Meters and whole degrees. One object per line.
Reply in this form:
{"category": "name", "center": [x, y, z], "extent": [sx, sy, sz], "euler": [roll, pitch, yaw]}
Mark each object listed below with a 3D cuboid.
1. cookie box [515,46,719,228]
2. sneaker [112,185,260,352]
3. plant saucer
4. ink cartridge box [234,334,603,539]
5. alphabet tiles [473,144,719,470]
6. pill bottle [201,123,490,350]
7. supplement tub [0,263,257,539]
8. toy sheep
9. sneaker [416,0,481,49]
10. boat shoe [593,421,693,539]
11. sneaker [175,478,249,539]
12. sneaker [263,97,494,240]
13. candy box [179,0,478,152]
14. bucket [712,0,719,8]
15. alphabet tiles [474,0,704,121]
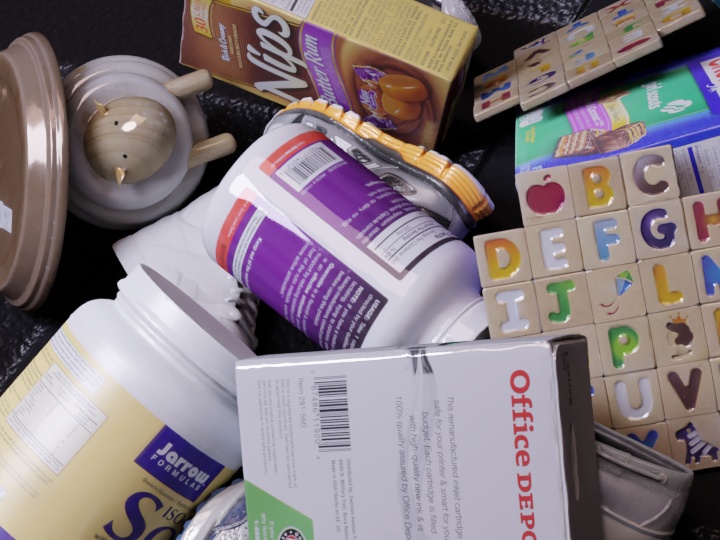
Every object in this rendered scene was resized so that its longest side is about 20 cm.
{"category": "cookie box", "center": [0.205, -0.079, 1.661], "extent": [0.200, 0.075, 0.171], "euler": [-15, 19, 9]}
{"category": "sneaker", "center": [-0.086, 0.009, 1.752], "extent": [0.116, 0.074, 0.200], "euler": [-33, 44, -3]}
{"category": "plant saucer", "center": [-0.245, -0.070, 1.819], "extent": [0.029, 0.200, 0.200], "euler": [0, 39, -22]}
{"category": "ink cartridge box", "center": [0.036, 0.116, 1.495], "extent": [0.200, 0.084, 0.146], "euler": [-4, 90, 21]}
{"category": "alphabet tiles", "center": [0.160, 0.029, 1.574], "extent": [0.166, 0.006, 0.200], "euler": [-10, 90, 16]}
{"category": "pill bottle", "center": [0.000, 0.000, 1.670], "extent": [0.200, 0.112, 0.112], "euler": [39, 70, 18]}
{"category": "supplement tub", "center": [-0.158, 0.110, 1.608], "extent": [0.200, 0.145, 0.145], "euler": [-49, 46, 2]}
{"category": "toy sheep", "center": [-0.169, -0.092, 1.844], "extent": [0.138, 0.138, 0.200], "euler": [-38, 4, -13]}
{"category": "sneaker", "center": [-0.007, -0.169, 1.884], "extent": [0.200, 0.076, 0.114], "euler": [22, 62, 44]}
{"category": "boat shoe", "center": [0.113, 0.094, 1.548], "extent": [0.201, 0.070, 0.072], "euler": [32, 104, 18]}
{"category": "sneaker", "center": [-0.085, 0.220, 1.569], "extent": [0.085, 0.077, 0.200], "euler": [20, 67, 25]}
{"category": "sneaker", "center": [-0.002, -0.059, 1.780], "extent": [0.200, 0.078, 0.077], "euler": [25, 75, 42]}
{"category": "candy box", "center": [-0.025, -0.158, 1.791], "extent": [0.200, 0.117, 0.057], "euler": [23, 62, 6]}
{"category": "bucket", "center": [0.302, -0.274, 1.758], "extent": [0.207, 0.207, 0.135], "euler": [-19, 52, 7]}
{"category": "alphabet tiles", "center": [0.154, -0.153, 1.755], "extent": [0.166, 0.006, 0.200], "euler": [-24, 13, 8]}
